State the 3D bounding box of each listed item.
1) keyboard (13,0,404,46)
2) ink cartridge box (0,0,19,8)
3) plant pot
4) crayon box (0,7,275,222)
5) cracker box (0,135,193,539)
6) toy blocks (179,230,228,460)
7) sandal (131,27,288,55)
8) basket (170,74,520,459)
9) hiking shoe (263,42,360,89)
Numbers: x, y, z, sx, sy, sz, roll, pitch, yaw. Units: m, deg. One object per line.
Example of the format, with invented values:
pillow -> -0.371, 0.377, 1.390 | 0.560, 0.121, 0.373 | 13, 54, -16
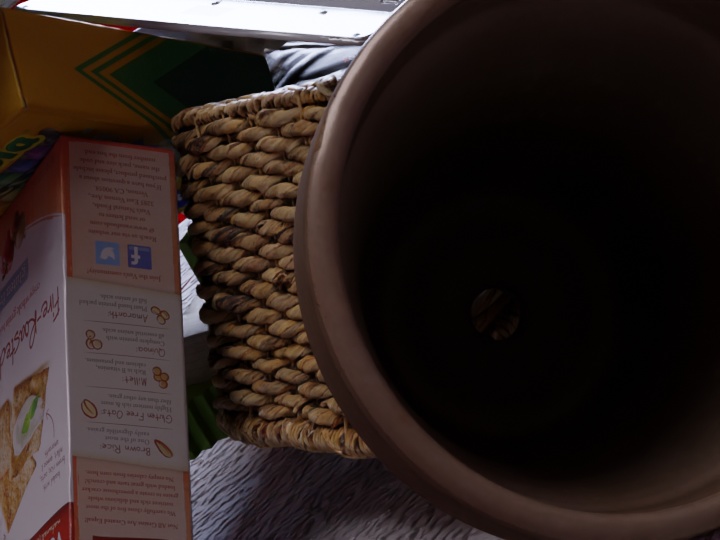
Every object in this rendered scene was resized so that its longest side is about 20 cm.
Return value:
keyboard -> -0.061, -0.113, 1.292 | 0.200, 0.011, 0.056 | 8, 30, 37
ink cartridge box -> -0.224, -0.123, 1.289 | 0.165, 0.075, 0.200 | -28, -1, -36
plant pot -> 0.064, 0.000, 1.032 | 0.200, 0.200, 0.175 | -43, 1, -14
crayon box -> -0.144, -0.058, 1.310 | 0.126, 0.052, 0.200 | -29, -23, 35
cracker box -> -0.121, 0.062, 1.269 | 0.134, 0.058, 0.201 | 135, 136, -55
toy blocks -> 0.000, 0.000, 1.407 | 0.136, 0.100, 0.200 | -16, 24, 32
sandal -> -0.123, -0.099, 1.377 | 0.202, 0.050, 0.082 | -18, -14, 7
basket -> 0.023, -0.009, 1.226 | 0.142, 0.149, 0.200 | -9, 1, -23
hiking shoe -> -0.042, -0.068, 1.394 | 0.199, 0.076, 0.101 | -12, 26, 19
